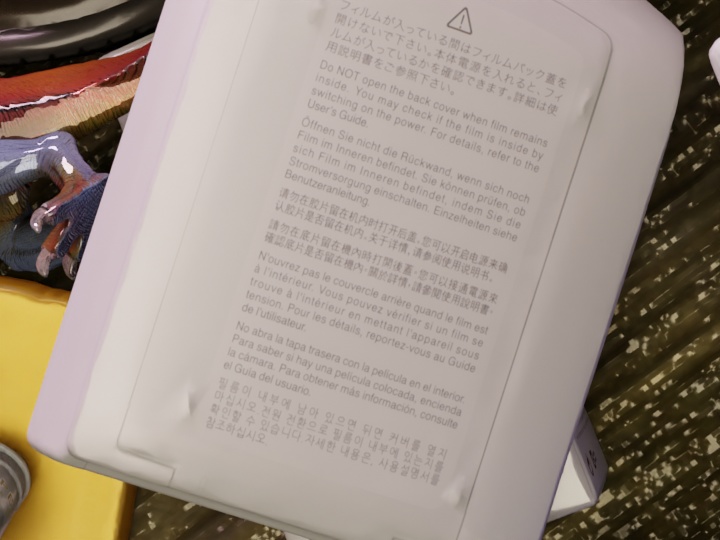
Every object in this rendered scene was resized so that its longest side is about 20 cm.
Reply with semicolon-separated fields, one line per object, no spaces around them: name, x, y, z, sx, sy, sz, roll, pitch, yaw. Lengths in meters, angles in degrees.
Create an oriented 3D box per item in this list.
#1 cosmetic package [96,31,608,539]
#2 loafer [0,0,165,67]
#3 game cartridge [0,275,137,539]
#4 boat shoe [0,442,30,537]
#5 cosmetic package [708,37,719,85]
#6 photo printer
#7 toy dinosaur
cosmetic package;0.000;0.000;0.977;0.107;0.085;0.201;-20;90;9
loafer;-0.142;-0.104;0.996;0.198;0.073;0.072;-7;95;9
game cartridge;-0.181;0.082;1.040;0.198;0.032;0.178;11;95;5
boat shoe;-0.217;0.073;1.003;0.200;0.065;0.075;4;114;13
cosmetic package;0.222;-0.012;0.901;0.165;0.167;0.201;-23;91;10
photo printer;0.004;-0.016;0.887;0.165;0.069;0.201;17;89;-13
toy dinosaur;-0.150;-0.026;0.965;0.181;0.105;0.201;23;77;30
